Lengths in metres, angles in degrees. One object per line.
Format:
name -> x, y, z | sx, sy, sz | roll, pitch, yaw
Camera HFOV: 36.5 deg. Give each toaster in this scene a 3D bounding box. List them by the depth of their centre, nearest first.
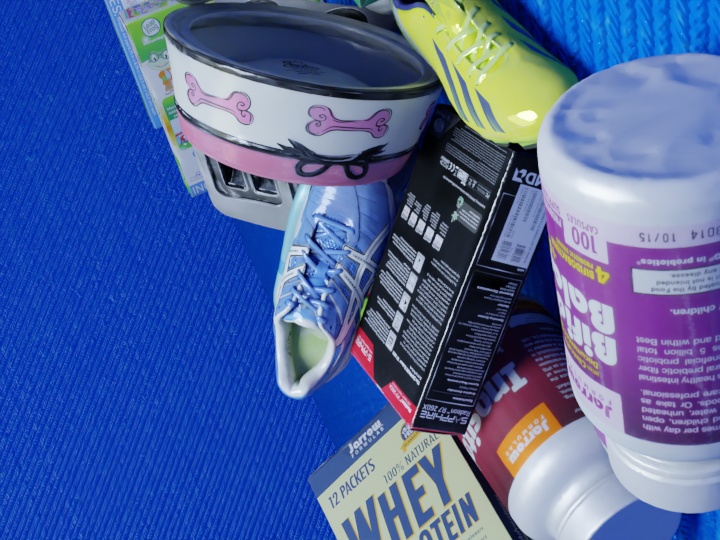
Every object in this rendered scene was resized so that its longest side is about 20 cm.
toaster -> -0.050, -0.129, 0.959 | 0.178, 0.120, 0.202 | 12, 142, 21

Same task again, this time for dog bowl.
dog bowl -> -0.042, -0.124, 0.761 | 0.200, 0.197, 0.075 | -129, 43, -54

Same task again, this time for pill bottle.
pill bottle -> 0.146, 0.014, 0.503 | 0.112, 0.111, 0.202 | 51, 161, 53
pill bottle -> 0.135, 0.117, 0.779 | 0.201, 0.112, 0.114 | 54, 165, 45

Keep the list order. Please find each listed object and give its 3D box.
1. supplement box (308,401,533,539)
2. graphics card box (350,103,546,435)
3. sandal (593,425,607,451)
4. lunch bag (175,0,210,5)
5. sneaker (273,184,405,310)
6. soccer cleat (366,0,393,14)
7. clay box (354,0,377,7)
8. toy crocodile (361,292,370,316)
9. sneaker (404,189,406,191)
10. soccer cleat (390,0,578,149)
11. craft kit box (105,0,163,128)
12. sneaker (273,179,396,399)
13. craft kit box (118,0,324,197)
supplement box -> 0.097, 0.221, 0.903 | 0.199, 0.134, 0.201 | 24, -152, -50
graphics card box -> 0.062, -0.003, 0.764 | 0.126, 0.050, 0.203 | 46, 122, 60
sandal -> 0.147, 0.035, 0.638 | 0.083, 0.049, 0.205 | -125, 27, -49
lunch bag -> -0.099, -0.311, 0.798 | 0.168, 0.198, 0.140 | 49, 163, 38
sneaker -> 0.000, 0.000, 0.918 | 0.129, 0.080, 0.201 | 22, 145, 5
soccer cleat -> -0.026, -0.253, 0.872 | 0.201, 0.077, 0.070 | 56, 166, 43
clay box -> 0.005, -0.245, 0.637 | 0.048, 0.113, 0.201 | 77, 165, -52
toy crocodile -> 0.048, 0.047, 0.986 | 0.197, 0.063, 0.067 | 8, 163, 30
sneaker -> 0.048, -0.020, 1.027 | 0.200, 0.072, 0.073 | -133, 24, -57
soccer cleat -> 0.066, -0.143, 0.667 | 0.084, 0.064, 0.201 | 53, -177, -41
craft kit box -> -0.157, -0.273, 1.117 | 0.049, 0.195, 0.202 | -122, 13, -50
sneaker -> -0.021, 0.007, 0.821 | 0.077, 0.074, 0.203 | -55, -23, -66
craft kit box -> -0.119, -0.202, 1.111 | 0.049, 0.197, 0.200 | -127, 17, -52
